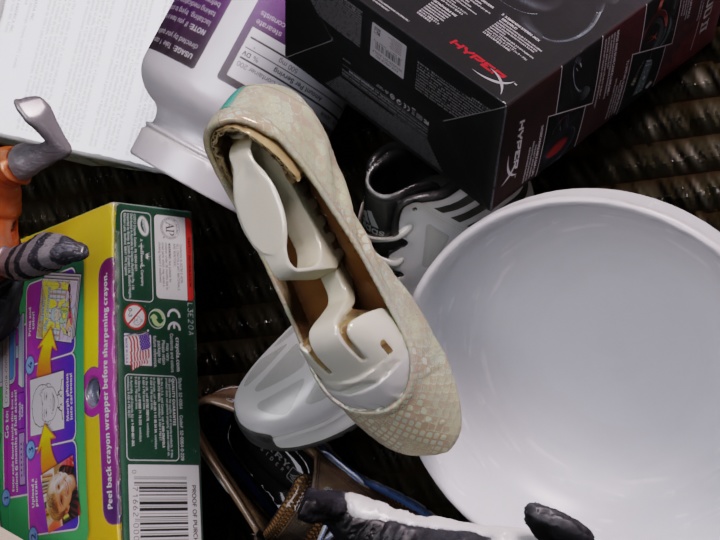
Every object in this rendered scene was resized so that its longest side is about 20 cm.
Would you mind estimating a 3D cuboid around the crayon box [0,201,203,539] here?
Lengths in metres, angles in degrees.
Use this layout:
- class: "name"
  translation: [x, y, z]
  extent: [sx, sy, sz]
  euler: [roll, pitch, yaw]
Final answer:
- class: "crayon box"
  translation: [-0.160, 0.079, 0.934]
  extent: [0.172, 0.058, 0.202]
  euler: [-16, 73, 50]

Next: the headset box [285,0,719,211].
- class: "headset box"
  translation: [0.082, -0.143, 0.833]
  extent: [0.148, 0.075, 0.200]
  euler: [38, 58, 25]

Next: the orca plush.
- class: "orca plush"
  translation: [0.060, 0.158, 0.786]
  extent: [0.199, 0.105, 0.071]
  euler: [23, 55, -6]

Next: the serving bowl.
- class: "serving bowl"
  translation: [0.121, 0.048, 0.807]
  extent: [0.198, 0.066, 0.202]
  euler: [9, 116, 20]

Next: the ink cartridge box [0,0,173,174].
- class: "ink cartridge box"
  translation: [-0.127, -0.140, 1.008]
  extent: [0.198, 0.050, 0.164]
  euler: [14, 87, 9]

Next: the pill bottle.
- class: "pill bottle"
  translation: [-0.047, -0.135, 0.912]
  extent: [0.112, 0.112, 0.201]
  euler: [29, 91, 27]

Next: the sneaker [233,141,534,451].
- class: "sneaker"
  translation: [0.000, 0.000, 0.844]
  extent: [0.200, 0.116, 0.076]
  euler: [-38, 48, -2]

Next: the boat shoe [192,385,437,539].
- class: "boat shoe"
  translation: [-0.021, 0.136, 0.882]
  extent: [0.199, 0.072, 0.073]
  euler: [36, 99, 27]

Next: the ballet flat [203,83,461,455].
- class: "ballet flat"
  translation: [-0.019, 0.009, 0.778]
  extent: [0.067, 0.062, 0.201]
  euler: [-26, 96, 27]

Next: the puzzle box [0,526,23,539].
- class: "puzzle box"
  translation: [-0.169, 0.193, 0.893]
  extent: [0.199, 0.134, 0.025]
  euler: [27, 55, 11]

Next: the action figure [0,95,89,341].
- class: "action figure"
  translation: [-0.216, 0.023, 0.874]
  extent: [0.104, 0.194, 0.201]
  euler: [21, 63, -12]
